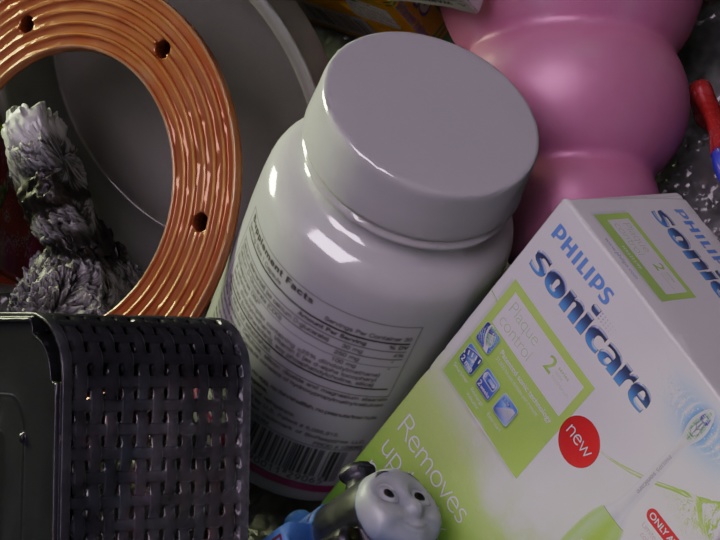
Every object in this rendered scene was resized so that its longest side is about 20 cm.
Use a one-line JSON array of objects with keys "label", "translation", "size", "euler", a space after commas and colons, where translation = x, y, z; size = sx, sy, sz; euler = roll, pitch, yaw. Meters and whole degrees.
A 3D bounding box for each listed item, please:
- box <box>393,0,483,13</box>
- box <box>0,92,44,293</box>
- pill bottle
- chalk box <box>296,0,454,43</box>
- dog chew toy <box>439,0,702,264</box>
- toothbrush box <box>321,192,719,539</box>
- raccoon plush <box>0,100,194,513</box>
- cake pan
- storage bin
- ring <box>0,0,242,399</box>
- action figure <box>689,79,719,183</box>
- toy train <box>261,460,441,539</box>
[{"label": "box", "translation": [0.016, -0.228, 0.932], "size": [0.112, 0.101, 0.201], "euler": [12, 78, 24]}, {"label": "box", "translation": [-0.221, -0.092, 1.127], "size": [0.099, 0.095, 0.201], "euler": [-4, 73, 22]}, {"label": "pill bottle", "translation": [0.000, 0.000, 0.946], "size": [0.113, 0.113, 0.200], "euler": [53, 140, 26]}, {"label": "chalk box", "translation": [0.014, -0.224, 1.055], "size": [0.124, 0.124, 0.201], "euler": [21, 83, 26]}, {"label": "dog chew toy", "translation": [0.096, -0.087, 0.983], "size": [0.124, 0.124, 0.201], "euler": [-5, 75, 21]}, {"label": "toothbrush box", "translation": [0.095, 0.088, 0.907], "size": [0.200, 0.086, 0.146], "euler": [-52, 60, 32]}, {"label": "raccoon plush", "translation": [-0.165, 0.035, 1.066], "size": [0.134, 0.097, 0.201], "euler": [-26, 72, 19]}, {"label": "cake pan", "translation": [-0.091, -0.082, 1.044], "size": [0.200, 0.037, 0.201], "euler": [17, 125, 26]}, {"label": "storage bin", "translation": [-0.122, 0.118, 0.888], "size": [0.135, 0.094, 0.201], "euler": [-1, 86, 50]}, {"label": "ring", "translation": [-0.134, -0.036, 0.995], "size": [0.200, 0.019, 0.201], "euler": [-5, 81, 32]}, {"label": "action figure", "translation": [0.203, 0.006, 0.951], "size": [0.065, 0.099, 0.200], "euler": [-24, 45, 17]}, {"label": "toy train", "translation": [-0.025, 0.160, 0.912], "size": [0.200, 0.086, 0.115], "euler": [-40, 55, 37]}]
